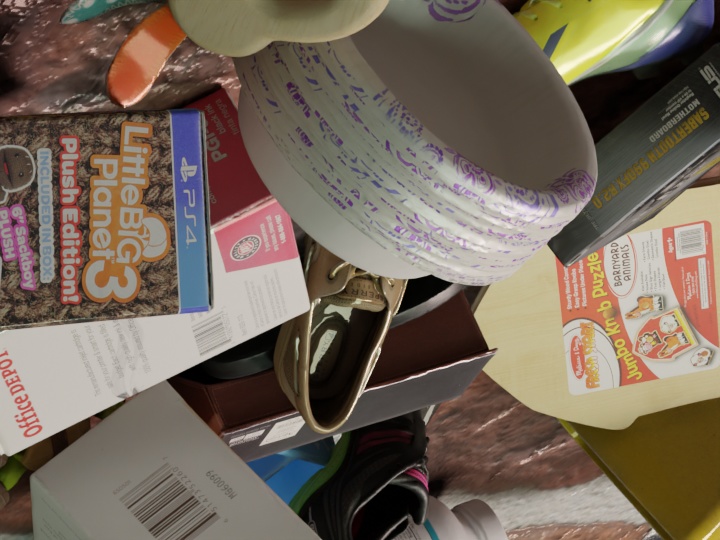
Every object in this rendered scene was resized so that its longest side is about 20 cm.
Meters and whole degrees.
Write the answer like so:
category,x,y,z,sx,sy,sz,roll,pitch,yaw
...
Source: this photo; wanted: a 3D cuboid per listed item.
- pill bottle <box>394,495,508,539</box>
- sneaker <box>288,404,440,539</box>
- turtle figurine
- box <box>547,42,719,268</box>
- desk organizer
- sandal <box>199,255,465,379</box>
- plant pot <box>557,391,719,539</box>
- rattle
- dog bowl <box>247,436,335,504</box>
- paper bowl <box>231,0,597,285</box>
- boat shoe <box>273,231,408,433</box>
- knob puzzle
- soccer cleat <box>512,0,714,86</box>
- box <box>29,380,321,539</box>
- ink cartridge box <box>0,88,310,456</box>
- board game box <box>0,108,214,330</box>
category,x,y,z,sx,sy,sz,roll,pitch,yaw
pill bottle,0.012,0.235,2.089,0.199,0.111,0.111,-17,152,-23
sneaker,0.020,0.133,1.868,0.200,0.083,0.077,-61,145,-25
turtle figurine,-0.196,0.095,1.674,0.161,0.064,0.200,-33,156,-34
box,0.196,-0.082,1.695,0.158,0.048,0.200,-41,174,22
desk organizer,-0.023,0.058,1.760,0.199,0.077,0.072,-16,160,-26
sandal,-0.012,0.006,1.701,0.200,0.075,0.048,-24,136,-11
plant pot,0.258,0.103,2.029,0.176,0.200,0.200,-42,154,-1
rattle,-0.047,-0.174,1.325,0.130,0.143,0.200,23,145,-19
dog bowl,-0.085,0.131,1.871,0.111,0.050,0.200,-38,152,17
paper bowl,0.017,-0.077,1.425,0.200,0.201,0.104,6,138,-50
boat shoe,0.000,0.000,1.629,0.071,0.065,0.201,5,115,-16
knob puzzle,0.164,0.023,1.890,0.218,0.031,0.221,-5,125,-7
soccer cleat,0.109,-0.137,1.593,0.199,0.065,0.084,-20,125,-10
box,-0.114,0.191,1.700,0.106,0.152,0.200,-38,158,-24
ink cartridge box,-0.138,0.003,1.548,0.199,0.083,0.147,-26,154,-8
board game box,-0.195,-0.024,1.321,0.199,0.097,0.159,-5,-176,-31
